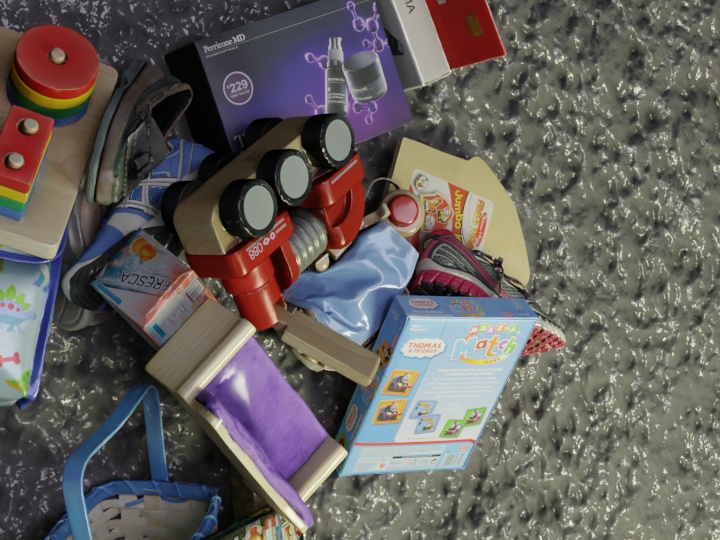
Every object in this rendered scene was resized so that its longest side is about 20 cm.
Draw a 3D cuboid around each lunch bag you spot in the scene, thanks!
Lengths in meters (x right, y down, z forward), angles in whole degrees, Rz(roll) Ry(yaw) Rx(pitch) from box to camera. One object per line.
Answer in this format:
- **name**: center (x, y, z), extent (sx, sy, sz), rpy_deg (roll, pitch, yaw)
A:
- **lunch bag**: center (-0.328, -0.002, 1.095), extent (0.168, 0.127, 0.203), rpy_deg (13, 76, -17)

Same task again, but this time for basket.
- **basket**: center (-0.196, 0.217, 1.138), extent (0.176, 0.137, 0.203), rpy_deg (-51, 143, -68)

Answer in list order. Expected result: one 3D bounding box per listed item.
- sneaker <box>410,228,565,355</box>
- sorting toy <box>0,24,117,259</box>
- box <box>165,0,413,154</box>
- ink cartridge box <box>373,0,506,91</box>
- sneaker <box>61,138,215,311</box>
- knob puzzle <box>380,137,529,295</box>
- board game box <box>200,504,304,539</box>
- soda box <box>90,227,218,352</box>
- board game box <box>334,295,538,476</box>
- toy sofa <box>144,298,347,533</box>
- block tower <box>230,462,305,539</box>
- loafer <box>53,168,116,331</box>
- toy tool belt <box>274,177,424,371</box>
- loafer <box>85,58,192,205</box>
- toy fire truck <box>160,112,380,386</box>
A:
- **sneaker**: center (0.138, 0.027, 1.371), extent (0.199, 0.080, 0.076), rpy_deg (32, 53, -34)
- **sorting toy**: center (-0.306, -0.136, 1.075), extent (0.198, 0.070, 0.201), rpy_deg (19, 51, -11)
- **box**: center (-0.065, -0.173, 1.290), extent (0.198, 0.079, 0.143), rpy_deg (-25, 98, -28)
- **ink cartridge box**: center (0.039, -0.277, 1.295), extent (0.044, 0.175, 0.202), rpy_deg (-27, 102, -28)
- **sneaker**: center (-0.189, -0.040, 1.174), extent (0.077, 0.076, 0.200), rpy_deg (33, 53, 18)
- **knob puzzle**: center (0.092, -0.021, 1.402), extent (0.217, 0.030, 0.223), rpy_deg (-1, 91, -32)
- **board game box**: center (-0.097, 0.266, 1.160), extent (0.200, 0.023, 0.106), rpy_deg (-13, 101, -67)
- **soda box**: center (-0.155, 0.043, 1.164), extent (0.064, 0.068, 0.200), rpy_deg (-49, 155, -11)
- **board game box**: center (0.069, 0.113, 1.316), extent (0.149, 0.037, 0.202), rpy_deg (2, 128, -30)
- **toy sofa**: center (-0.083, 0.124, 1.131), extent (0.083, 0.097, 0.201), rpy_deg (-47, 135, -15)
- **block tower**: center (-0.085, 0.242, 1.277), extent (0.053, 0.058, 0.203), rpy_deg (-5, 90, -31)
- **loafer**: center (-0.248, -0.051, 1.191), extent (0.063, 0.071, 0.203), rpy_deg (-11, 99, -57)
- **toy tool belt**: center (0.000, 0.000, 1.269), extent (0.125, 0.123, 0.201), rpy_deg (39, 80, -2)
- **loafer**: center (-0.185, -0.120, 1.152), extent (0.062, 0.201, 0.073), rpy_deg (13, 125, -5)
- **toy fire truck**: center (-0.048, -0.014, 1.157), extent (0.176, 0.127, 0.202), rpy_deg (-44, 124, -41)
